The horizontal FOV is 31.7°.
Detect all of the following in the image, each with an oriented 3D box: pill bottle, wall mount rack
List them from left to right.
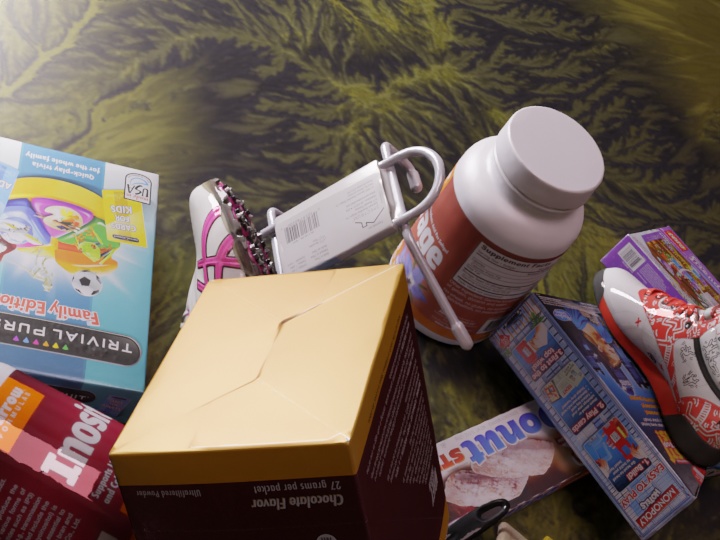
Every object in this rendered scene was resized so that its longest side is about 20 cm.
[{"bbox_3d":[-0.208,0.128,0.786,0.199,0.113,0.113,28,47,-7],"label":"pill bottle"},{"bbox_3d":[0.000,0.000,0.984,0.075,0.199,0.175,38,31,-48],"label":"wall mount rack"},{"bbox_3d":[0.109,-0.036,1.026,0.111,0.200,0.113,15,49,-18],"label":"pill bottle"}]

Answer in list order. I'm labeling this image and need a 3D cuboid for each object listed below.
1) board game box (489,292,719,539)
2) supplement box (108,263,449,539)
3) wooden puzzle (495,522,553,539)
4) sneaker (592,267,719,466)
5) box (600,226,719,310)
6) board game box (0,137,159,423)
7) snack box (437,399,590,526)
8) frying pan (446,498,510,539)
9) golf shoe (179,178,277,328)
[{"bbox_3d":[0.229,0.122,1.041,0.199,0.062,0.201,11,41,-43],"label":"board game box"},{"bbox_3d":[-0.034,0.134,0.762,0.132,0.201,0.198,-5,26,13],"label":"supplement box"},{"bbox_3d":[0.168,0.243,0.863,0.185,0.200,0.037,39,91,7],"label":"wooden puzzle"},{"bbox_3d":[0.269,0.047,1.015,0.067,0.108,0.202,18,36,-36],"label":"sneaker"},{"bbox_3d":[0.314,0.049,1.150,0.200,0.039,0.137,52,26,15],"label":"box"},{"bbox_3d":[-0.228,0.002,0.919,0.150,0.047,0.201,12,51,-20],"label":"board game box"},{"bbox_3d":[0.101,0.158,0.992,0.199,0.024,0.072,-18,64,-37],"label":"snack box"},{"bbox_3d":[0.015,0.206,0.890,0.114,0.031,0.190,27,45,15],"label":"frying pan"},{"bbox_3d":[-0.103,0.024,0.942,0.092,0.073,0.201,-23,65,7],"label":"golf shoe"}]
